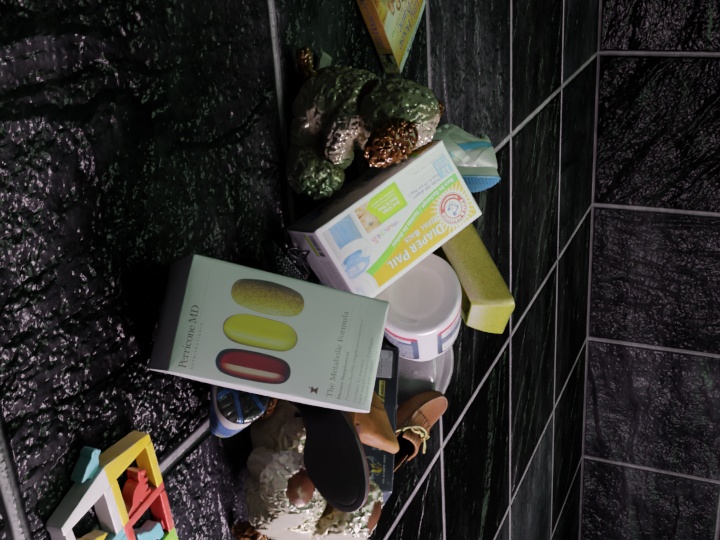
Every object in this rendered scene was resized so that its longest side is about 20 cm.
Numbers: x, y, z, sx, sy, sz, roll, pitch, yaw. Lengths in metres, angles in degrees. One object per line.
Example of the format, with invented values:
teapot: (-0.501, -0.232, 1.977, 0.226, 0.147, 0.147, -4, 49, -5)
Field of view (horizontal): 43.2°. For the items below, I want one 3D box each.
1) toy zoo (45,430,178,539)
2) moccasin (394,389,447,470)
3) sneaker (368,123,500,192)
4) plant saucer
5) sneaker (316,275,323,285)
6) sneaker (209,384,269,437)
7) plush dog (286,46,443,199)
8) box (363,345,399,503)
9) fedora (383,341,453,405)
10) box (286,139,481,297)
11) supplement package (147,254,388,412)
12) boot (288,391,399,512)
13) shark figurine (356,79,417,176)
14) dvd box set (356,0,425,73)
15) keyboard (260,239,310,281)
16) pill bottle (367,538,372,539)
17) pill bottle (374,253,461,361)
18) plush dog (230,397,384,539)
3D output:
toy zoo: (-0.229, 0.246, 0.860, 0.131, 0.020, 0.201, -50, 140, -51)
moccasin: (0.065, 0.257, 1.386, 0.201, 0.078, 0.074, -34, 127, -31)
sneaker: (0.098, -0.159, 1.262, 0.199, 0.076, 0.081, 3, 69, -29)
plant saucer: (0.141, -0.008, 1.278, 0.201, 0.048, 0.200, 63, -4, 15)
sneaker: (0.000, 0.000, 1.250, 0.200, 0.077, 0.087, -36, 132, -59)
sneaker: (-0.129, 0.094, 1.010, 0.077, 0.075, 0.200, -53, -166, 46)
plush dog: (0.012, -0.187, 1.083, 0.200, 0.171, 0.161, -54, 144, -48)
box: (0.018, 0.224, 1.271, 0.158, 0.051, 0.201, 100, -5, -67)
fedora: (0.096, 0.159, 1.489, 0.177, 0.090, 0.201, 32, 68, -64)
box: (0.030, -0.061, 1.118, 0.200, 0.101, 0.113, -38, 108, -16)
supplement package: (-0.091, 0.064, 0.887, 0.199, 0.109, 0.114, 14, 80, -21)
boot: (-0.009, 0.196, 1.049, 0.068, 0.189, 0.200, -39, 151, 8)
shark figurine: (0.048, -0.154, 1.306, 0.128, 0.089, 0.215, 44, 58, -63)
dvd box set: (0.038, -0.400, 1.283, 0.200, 0.029, 0.147, 60, 42, -53)
keyboard: (-0.065, 0.012, 1.074, 0.200, 0.039, 0.104, 58, 8, -66)
pill bottle: (-0.035, 0.458, 1.244, 0.200, 0.114, 0.115, -25, 119, -63)
pill bottle: (0.081, 0.060, 1.274, 0.200, 0.119, 0.120, 76, 28, -70)
plush dog: (-0.081, 0.226, 1.078, 0.200, 0.160, 0.172, 34, 46, -45)
